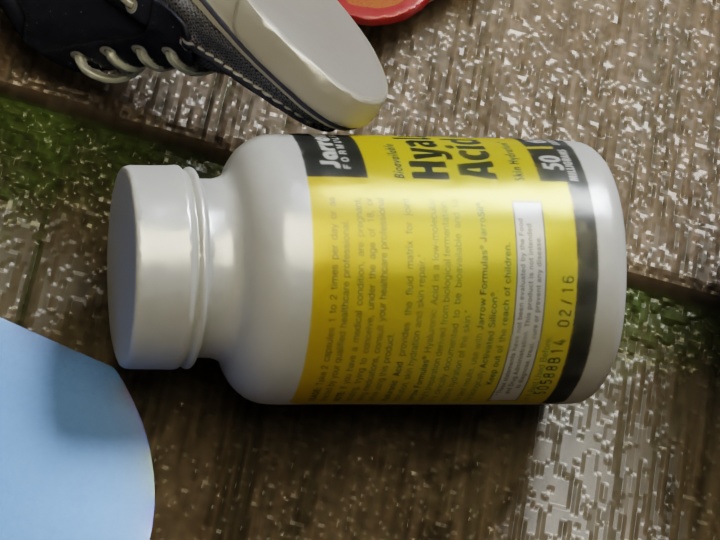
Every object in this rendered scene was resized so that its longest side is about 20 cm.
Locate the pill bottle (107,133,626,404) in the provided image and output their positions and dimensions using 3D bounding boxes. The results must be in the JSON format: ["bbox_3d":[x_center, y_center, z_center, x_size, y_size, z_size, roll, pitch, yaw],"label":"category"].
[{"bbox_3d":[0.000,0.000,1.030,0.199,0.111,0.112,0,64,-15],"label":"pill bottle"}]

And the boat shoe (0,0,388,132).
[{"bbox_3d":[-0.079,-0.106,1.068,0.200,0.093,0.075,46,26,21],"label":"boat shoe"}]

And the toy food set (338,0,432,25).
[{"bbox_3d":[-0.016,-0.200,1.163,0.199,0.049,0.199,12,62,-9],"label":"toy food set"}]

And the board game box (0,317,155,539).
[{"bbox_3d":[-0.181,0.085,0.984,0.199,0.039,0.159,24,54,-4],"label":"board game box"}]
